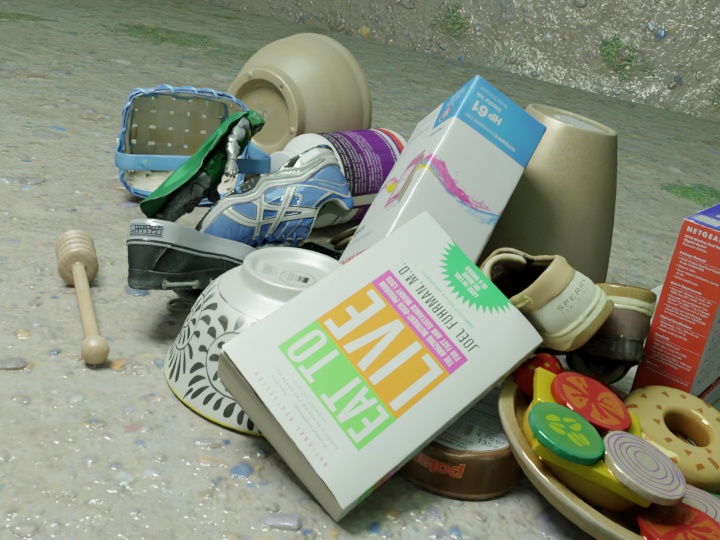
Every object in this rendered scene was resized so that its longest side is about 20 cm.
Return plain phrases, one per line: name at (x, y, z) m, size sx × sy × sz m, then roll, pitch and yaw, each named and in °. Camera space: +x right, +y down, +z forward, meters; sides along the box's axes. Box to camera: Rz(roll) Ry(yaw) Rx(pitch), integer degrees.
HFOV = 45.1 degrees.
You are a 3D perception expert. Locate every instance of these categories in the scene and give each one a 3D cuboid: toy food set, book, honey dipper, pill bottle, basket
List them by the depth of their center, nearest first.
toy food set at (0.188, 0.127, 0.608) m, size 0.196 × 0.049 × 0.199 m, roll 26°, pitch 25°, yaw 0°
book at (0.017, 0.060, 0.609) m, size 0.198 × 0.048 × 0.134 m, roll -34°, pitch 71°, yaw -29°
honey dipper at (-0.239, 0.020, 0.750) m, size 0.037 × 0.039 × 0.200 m, roll 0°, pitch 25°, yaw -23°
basket at (-0.205, -0.148, 1.038) m, size 0.172 × 0.143 × 0.200 m, roll 2°, pitch 14°, yaw -17°
pill bottle at (-0.027, -0.116, 1.080) m, size 0.111 × 0.115 × 0.198 m, roll 26°, pitch 26°, yaw 37°

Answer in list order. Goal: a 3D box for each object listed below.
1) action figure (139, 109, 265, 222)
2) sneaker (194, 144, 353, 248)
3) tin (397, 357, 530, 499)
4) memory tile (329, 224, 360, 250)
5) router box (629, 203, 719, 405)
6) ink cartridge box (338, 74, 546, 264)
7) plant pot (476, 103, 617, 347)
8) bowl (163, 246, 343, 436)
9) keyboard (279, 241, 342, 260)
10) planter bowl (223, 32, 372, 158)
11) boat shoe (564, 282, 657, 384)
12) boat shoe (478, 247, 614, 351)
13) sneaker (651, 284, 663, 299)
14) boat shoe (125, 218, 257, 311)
action figure at (-0.157, -0.103, 0.897) m, size 0.054 × 0.118 × 0.202 m, roll 37°, pitch 55°, yaw -8°
sneaker at (-0.092, -0.057, 0.909) m, size 0.198 × 0.078 × 0.076 m, roll -33°, pitch -6°, yaw -18°
tin at (0.088, 0.108, 0.679) m, size 0.110 × 0.043 × 0.200 m, roll 21°, pitch 23°, yaw 16°
memory tile at (0.071, -0.074, 0.981) m, size 0.198 × 0.017 × 0.152 m, roll -28°, pitch -6°, yaw 34°
router box at (0.318, 0.032, 0.773) m, size 0.048 × 0.184 × 0.198 m, roll 24°, pitch 25°, yaw 33°
ink cartridge box at (0.063, -0.052, 0.778) m, size 0.084 × 0.203 × 0.144 m, roll 32°, pitch -16°, yaw -11°
plant pot at (0.184, -0.056, 0.881) m, size 0.183 × 0.204 × 0.188 m, roll 15°, pitch 20°, yaw -5°
bowl at (-0.056, 0.041, 0.701) m, size 0.195 × 0.096 × 0.201 m, roll 9°, pitch 20°, yaw -3°
keyboard at (0.000, 0.000, 0.906) m, size 0.197 × 0.041 × 0.103 m, roll 21°, pitch 23°, yaw 29°
planter bowl at (-0.100, -0.211, 1.163) m, size 0.197 × 0.205 × 0.134 m, roll 19°, pitch 23°, yaw 24°
boat shoe at (0.200, 0.063, 0.737) m, size 0.071 × 0.066 × 0.200 m, roll 12°, pitch -15°, yaw 11°
boat shoe at (0.125, 0.015, 0.700) m, size 0.074 × 0.067 × 0.199 m, roll -46°, pitch 13°, yaw -16°
sneaker at (0.388, 0.051, 0.941) m, size 0.194 × 0.076 × 0.082 m, roll 3°, pitch -9°, yaw -5°
boat shoe at (-0.146, 0.004, 0.788) m, size 0.072 × 0.070 × 0.199 m, roll 4°, pitch -6°, yaw 14°
